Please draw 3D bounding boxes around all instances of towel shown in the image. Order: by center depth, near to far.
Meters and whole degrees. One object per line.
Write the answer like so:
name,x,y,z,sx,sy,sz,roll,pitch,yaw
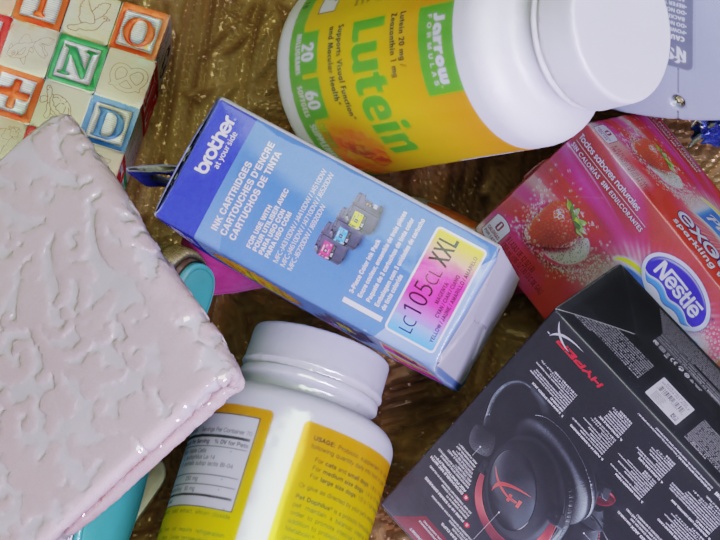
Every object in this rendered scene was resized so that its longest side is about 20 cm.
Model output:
towel,-0.175,0.046,1.483,0.191,0.032,0.200,-43,60,12

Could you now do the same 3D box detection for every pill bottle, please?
pill bottle,0.061,-0.116,1.485,0.111,0.200,0.111,9,78,-46
pill bottle,-0.049,0.133,1.491,0.109,0.109,0.200,17,75,2

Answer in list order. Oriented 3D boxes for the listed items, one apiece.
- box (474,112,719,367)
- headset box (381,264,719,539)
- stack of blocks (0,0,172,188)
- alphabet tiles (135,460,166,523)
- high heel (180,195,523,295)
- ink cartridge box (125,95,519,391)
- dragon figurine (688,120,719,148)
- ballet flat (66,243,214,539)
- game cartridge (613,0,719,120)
box,0.170,0.018,1.523,0.095,0.100,0.200,-43,78,26
headset box,0.116,0.120,1.474,0.149,0.200,0.075,46,38,10
stack of blocks,-0.218,-0.112,1.576,0.200,0.059,0.115,16,74,2
alphabet tiles,-0.206,0.153,1.526,0.200,0.015,0.196,35,76,6
high heel,0.000,0.000,1.563,0.200,0.067,0.096,19,97,-8
ink cartridge box,-0.023,-0.019,1.462,0.200,0.136,0.076,30,87,10
dragon figurine,0.141,-0.138,1.586,0.200,0.059,0.100,21,50,-5
ballet flat,-0.140,0.077,1.519,0.071,0.071,0.200,19,76,2
game cartridge,0.127,-0.153,1.512,0.200,0.133,0.042,19,48,27
